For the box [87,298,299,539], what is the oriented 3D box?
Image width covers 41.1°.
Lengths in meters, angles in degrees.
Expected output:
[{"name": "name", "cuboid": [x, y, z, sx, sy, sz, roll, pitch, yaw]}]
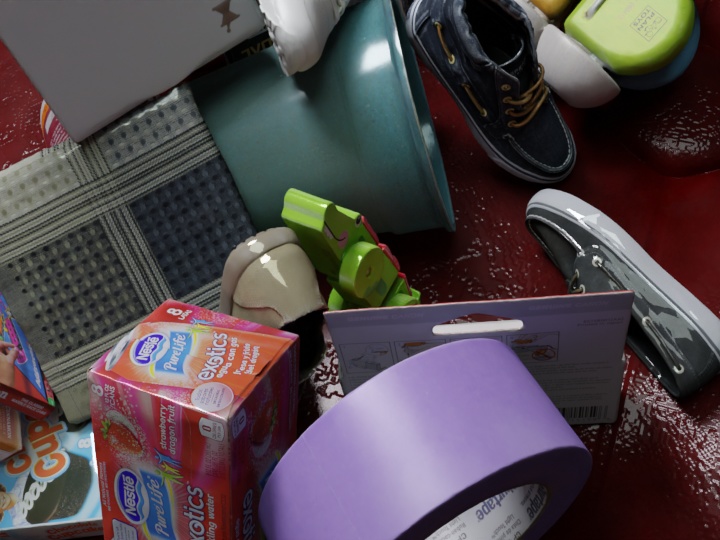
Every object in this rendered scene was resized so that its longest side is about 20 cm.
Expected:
[{"name": "box", "cuboid": [-0.103, 0.134, 0.622, 0.098, 0.203, 0.096, 14, 32, 18]}]

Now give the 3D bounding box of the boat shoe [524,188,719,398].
[{"name": "boat shoe", "cuboid": [0.193, 0.014, 0.735, 0.056, 0.069, 0.200, -38, 62, -14]}]

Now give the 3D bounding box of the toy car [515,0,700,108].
[{"name": "toy car", "cuboid": [0.217, -0.234, 0.841, 0.175, 0.149, 0.201, -48, 54, 13]}]

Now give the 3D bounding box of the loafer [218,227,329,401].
[{"name": "loafer", "cuboid": [-0.063, 0.059, 0.670, 0.075, 0.202, 0.069, -22, 56, -22]}]

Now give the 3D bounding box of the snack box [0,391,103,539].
[{"name": "snack box", "cuboid": [-0.236, 0.110, 0.763, 0.114, 0.037, 0.203, -8, 57, 5]}]

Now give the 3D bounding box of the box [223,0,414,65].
[{"name": "box", "cuboid": [-0.038, -0.242, 0.878, 0.197, 0.159, 0.050, -27, 57, -9]}]

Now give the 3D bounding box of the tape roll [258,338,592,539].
[{"name": "tape roll", "cuboid": [0.041, 0.142, 0.601, 0.198, 0.201, 0.085, -29, 58, -10]}]

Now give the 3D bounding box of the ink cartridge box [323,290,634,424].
[{"name": "ink cartridge box", "cuboid": [0.081, 0.054, 0.663, 0.196, 0.175, 0.044, -4, 53, 7]}]

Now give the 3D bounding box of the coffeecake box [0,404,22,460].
[{"name": "coffeecake box", "cuboid": [-0.365, 0.101, 0.669, 0.152, 0.200, 0.074, -28, 57, 16]}]

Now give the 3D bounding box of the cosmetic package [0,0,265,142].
[{"name": "cosmetic package", "cuboid": [-0.197, -0.239, 0.702, 0.166, 0.168, 0.201, -31, 42, -3]}]

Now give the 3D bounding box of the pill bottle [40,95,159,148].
[{"name": "pill bottle", "cuboid": [-0.200, -0.080, 0.819, 0.111, 0.114, 0.201, -25, 51, -7]}]

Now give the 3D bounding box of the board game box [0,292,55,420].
[{"name": "board game box", "cuboid": [-0.296, 0.019, 0.743, 0.019, 0.103, 0.201, -40, 49, 11]}]

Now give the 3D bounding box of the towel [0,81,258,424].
[{"name": "towel", "cuboid": [-0.175, -0.010, 0.717, 0.197, 0.035, 0.195, -25, 99, 2]}]

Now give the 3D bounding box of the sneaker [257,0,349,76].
[{"name": "sneaker", "cuboid": [-0.036, -0.215, 0.705, 0.079, 0.077, 0.202, -10, 42, 4]}]

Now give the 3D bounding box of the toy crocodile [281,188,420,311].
[{"name": "toy crocodile", "cuboid": [0.000, 0.000, 0.701, 0.067, 0.200, 0.062, 19, 69, 34]}]

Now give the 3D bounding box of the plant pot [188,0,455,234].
[{"name": "plant pot", "cuboid": [-0.040, -0.105, 0.782, 0.192, 0.201, 0.203, -15, 56, 8]}]

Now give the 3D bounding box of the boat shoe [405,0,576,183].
[{"name": "boat shoe", "cuboid": [0.121, -0.142, 0.767, 0.071, 0.200, 0.091, -51, 22, -10]}]
